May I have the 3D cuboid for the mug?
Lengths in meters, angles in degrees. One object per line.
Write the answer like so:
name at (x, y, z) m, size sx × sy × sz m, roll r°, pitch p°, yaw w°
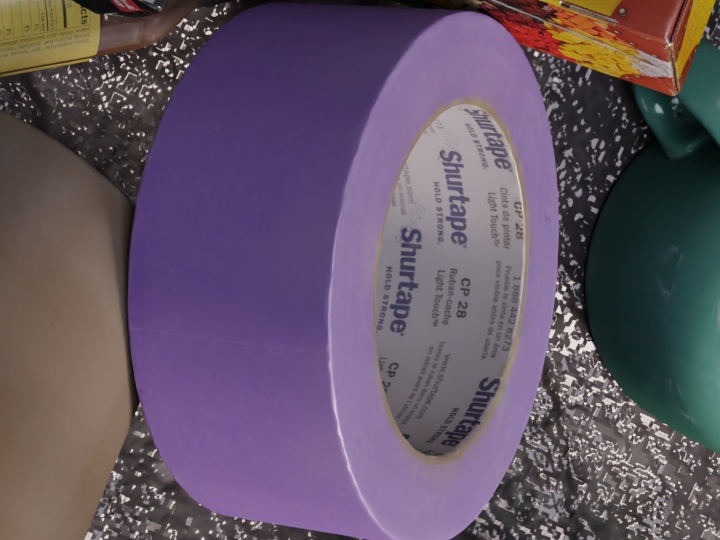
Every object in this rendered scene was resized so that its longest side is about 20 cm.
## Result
mug at (0.177, 0.005, 0.973) m, size 0.185 × 0.114 × 0.153 m, roll 27°, pitch 91°, yaw -25°

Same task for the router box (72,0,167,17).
router box at (-0.116, -0.186, 0.665) m, size 0.199 × 0.062 × 0.150 m, roll 27°, pitch 83°, yaw -25°

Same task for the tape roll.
tape roll at (0.000, 0.000, 0.858) m, size 0.200 × 0.085 × 0.201 m, roll -24°, pitch 117°, yaw -59°

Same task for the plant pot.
plant pot at (-0.160, 0.041, 0.820) m, size 0.200 × 0.200 × 0.174 m, roll 47°, pitch 65°, yaw -24°

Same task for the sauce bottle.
sauce bottle at (-0.116, -0.109, 0.857) m, size 0.199 × 0.065 × 0.065 m, roll -12°, pitch 106°, yaw -22°

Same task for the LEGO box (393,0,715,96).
LEGO box at (0.085, -0.189, 0.859) m, size 0.148 × 0.077 × 0.201 m, roll 21°, pitch 86°, yaw 13°
